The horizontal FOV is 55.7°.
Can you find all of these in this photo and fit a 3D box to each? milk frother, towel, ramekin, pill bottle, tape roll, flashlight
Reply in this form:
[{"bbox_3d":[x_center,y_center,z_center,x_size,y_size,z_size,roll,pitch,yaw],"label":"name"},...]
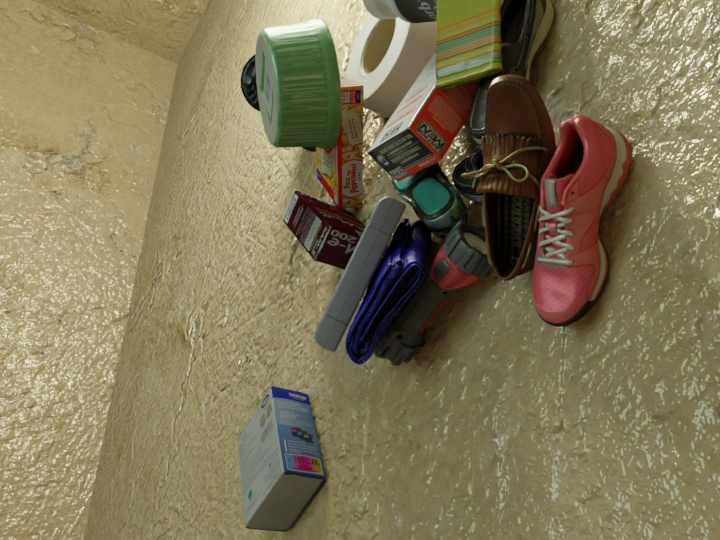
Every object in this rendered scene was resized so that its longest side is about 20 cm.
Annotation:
[{"bbox_3d":[-0.123,-0.335,1.383,0.188,0.179,0.202,-40,-58,-76],"label":"milk frother"},{"bbox_3d":[0.130,-0.319,0.810,0.086,0.018,0.202,-6,78,38],"label":"towel"},{"bbox_3d":[-0.103,-0.289,1.076,0.200,0.097,0.202,171,90,-74],"label":"ramekin"},{"bbox_3d":[0.103,-0.404,0.936,0.199,0.115,0.117,12,83,40],"label":"pill bottle"},{"bbox_3d":[0.056,-0.357,1.114,0.202,0.070,0.204,-41,40,47],"label":"tape roll"},{"bbox_3d":[0.091,0.033,0.823,0.201,0.067,0.068,-58,5,35],"label":"flashlight"},{"bbox_3d":[0.034,0.015,0.857,0.148,0.049,0.200,-57,3,20],"label":"towel"}]

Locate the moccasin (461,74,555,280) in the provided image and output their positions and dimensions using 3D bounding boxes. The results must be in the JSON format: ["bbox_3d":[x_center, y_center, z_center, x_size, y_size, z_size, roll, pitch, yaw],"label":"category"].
[{"bbox_3d":[0.146,-0.088,0.673,0.073,0.078,0.203,17,123,31],"label":"moccasin"}]

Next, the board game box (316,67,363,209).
[{"bbox_3d":[-0.037,-0.226,1.144,0.152,0.046,0.202,-123,29,-57],"label":"board game box"}]

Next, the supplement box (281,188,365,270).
[{"bbox_3d":[-0.045,-0.060,1.080,0.061,0.108,0.200,-65,29,13],"label":"supplement box"}]

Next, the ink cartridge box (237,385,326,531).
[{"bbox_3d":[-0.130,0.280,1.068,0.137,0.076,0.201,-57,32,26],"label":"ink cartridge box"}]

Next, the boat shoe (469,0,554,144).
[{"bbox_3d":[0.168,-0.250,0.815,0.073,0.065,0.202,8,74,49],"label":"boat shoe"}]

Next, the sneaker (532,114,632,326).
[{"bbox_3d":[0.190,-0.050,0.641,0.073,0.086,0.202,8,81,47],"label":"sneaker"}]

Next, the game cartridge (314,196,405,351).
[{"bbox_3d":[0.000,0.000,0.862,0.201,0.041,0.133,-64,-5,5],"label":"game cartridge"}]

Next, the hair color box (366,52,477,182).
[{"bbox_3d":[0.099,-0.217,0.882,0.101,0.061,0.201,-17,36,59],"label":"hair color box"}]

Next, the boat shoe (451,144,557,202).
[{"bbox_3d":[0.157,-0.118,0.782,0.200,0.066,0.071,18,89,63],"label":"boat shoe"}]

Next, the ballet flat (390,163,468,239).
[{"bbox_3d":[0.090,-0.101,0.895,0.075,0.074,0.201,-57,26,26],"label":"ballet flat"}]
